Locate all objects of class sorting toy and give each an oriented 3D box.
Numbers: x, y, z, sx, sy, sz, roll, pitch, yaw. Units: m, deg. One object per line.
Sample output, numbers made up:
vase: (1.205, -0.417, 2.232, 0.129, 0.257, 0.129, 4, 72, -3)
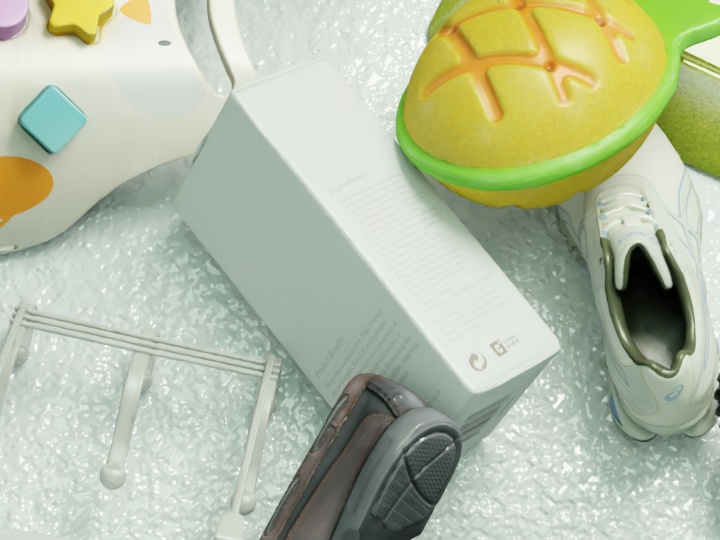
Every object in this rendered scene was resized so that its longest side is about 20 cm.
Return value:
sorting toy: (-0.146, -0.125, 1.235, 0.179, 0.107, 0.201, -7, 69, -9)

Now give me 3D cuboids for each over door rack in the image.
over door rack: (-0.121, 0.090, 1.130, 0.147, 0.067, 0.200, 11, 24, 0)

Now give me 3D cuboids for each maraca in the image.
maraca: (0.104, -0.104, 1.198, 0.137, 0.107, 0.200, 25, 53, 35)

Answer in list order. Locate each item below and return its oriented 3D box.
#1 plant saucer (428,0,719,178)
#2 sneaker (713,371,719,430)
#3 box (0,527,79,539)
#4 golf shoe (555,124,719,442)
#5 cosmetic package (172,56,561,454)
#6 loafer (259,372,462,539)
plant saucer: (0.167, -0.177, 1.309, 0.199, 0.048, 0.201, 25, 69, 6)
sneaker: (0.247, 0.130, 1.181, 0.093, 0.070, 0.201, -7, 80, -36)
box: (-0.194, 0.220, 1.039, 0.170, 0.199, 0.201, 8, 74, -1)
golf shoe: (0.147, -0.015, 1.214, 0.078, 0.097, 0.201, -15, 68, 2)
cosmetic package: (0.000, 0.000, 1.190, 0.074, 0.102, 0.200, -25, 71, -38)
loafer: (-0.025, 0.142, 1.141, 0.063, 0.072, 0.201, 39, 100, 38)
